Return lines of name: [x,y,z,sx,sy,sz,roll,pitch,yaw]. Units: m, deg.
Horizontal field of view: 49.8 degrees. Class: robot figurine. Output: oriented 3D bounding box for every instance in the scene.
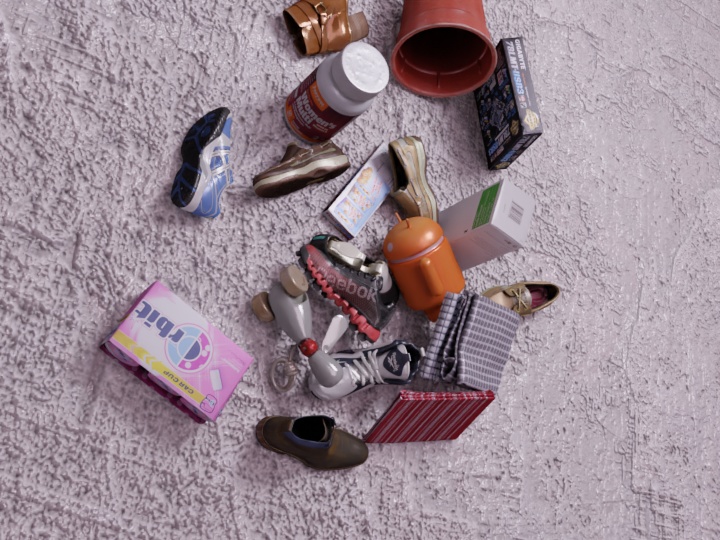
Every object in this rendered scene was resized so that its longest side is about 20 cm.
robot figurine: [0.111,-0.009,1.378,0.144,0.116,0.200,-45,115,-48]

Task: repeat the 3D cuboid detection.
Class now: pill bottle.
pill bottle: [-0.042,-0.302,1.326,0.109,0.200,0.110,9,71,-29]

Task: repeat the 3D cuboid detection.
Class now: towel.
towel: [0.116,0.246,1.309,0.200,0.145,0.023,5,46,-31]
towel: [0.201,0.129,1.357,0.200,0.085,0.166,24,84,-56]

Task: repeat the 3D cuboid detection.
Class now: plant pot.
plant pot: [0.161,-0.480,1.514,0.200,0.201,0.196,18,60,-27]

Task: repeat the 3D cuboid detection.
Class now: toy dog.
toy dog: [-0.089,0.089,1.249,0.096,0.132,0.200,-16,92,-66]

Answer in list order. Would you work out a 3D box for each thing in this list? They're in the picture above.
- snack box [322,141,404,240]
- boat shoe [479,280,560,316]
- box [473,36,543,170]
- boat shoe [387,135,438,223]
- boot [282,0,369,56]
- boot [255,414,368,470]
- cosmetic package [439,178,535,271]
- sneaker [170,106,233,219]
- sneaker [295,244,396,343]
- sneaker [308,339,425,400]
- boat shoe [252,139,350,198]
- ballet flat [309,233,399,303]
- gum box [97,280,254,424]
snack box: [0.012,-0.148,1.421,0.072,0.024,0.200,46,57,-15]
boat shoe: [0.309,0.054,1.521,0.200,0.066,0.074,-15,84,-34]
box: [0.287,-0.325,1.540,0.050,0.200,0.199,-8,78,-11]
boat shoe: [0.087,-0.144,1.430,0.076,0.072,0.200,-17,96,-34]
boot: [-0.084,-0.499,1.439,0.155,0.074,0.200,-28,89,-30]
boot: [-0.056,0.270,1.213,0.200,0.097,0.075,18,67,-26]
cosmetic package: [0.214,-0.075,1.420,0.085,0.200,0.108,32,59,-22]
sneaker: [-0.244,-0.174,1.253,0.077,0.076,0.200,37,57,-43]
sneaker: [-0.018,0.023,1.286,0.098,0.071,0.200,-43,95,1]
sneaker: [0.021,0.158,1.274,0.199,0.130,0.080,-4,76,-33]
boat shoe: [-0.111,-0.181,1.332,0.202,0.075,0.075,-22,81,-44]
ballet flat: [0.000,0.000,1.344,0.200,0.068,0.068,30,60,-22]
gum box: [-0.264,0.126,1.144,0.200,0.066,0.114,42,58,-15]
